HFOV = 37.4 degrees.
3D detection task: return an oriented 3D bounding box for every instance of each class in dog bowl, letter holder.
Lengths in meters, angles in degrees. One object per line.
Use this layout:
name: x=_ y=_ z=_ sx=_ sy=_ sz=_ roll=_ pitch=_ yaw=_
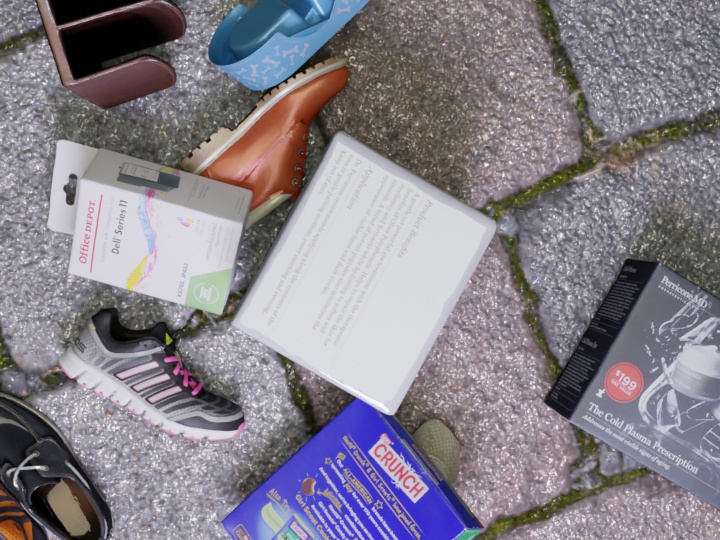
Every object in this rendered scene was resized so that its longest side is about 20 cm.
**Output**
dog bowl: x=-0.060 y=-0.258 z=1.049 sx=0.200 sy=0.111 sz=0.050 roll=-43 pitch=127 yaw=-1
letter holder: x=-0.205 y=-0.227 z=0.992 sx=0.141 sy=0.200 sz=0.101 roll=-18 pitch=94 yaw=-3

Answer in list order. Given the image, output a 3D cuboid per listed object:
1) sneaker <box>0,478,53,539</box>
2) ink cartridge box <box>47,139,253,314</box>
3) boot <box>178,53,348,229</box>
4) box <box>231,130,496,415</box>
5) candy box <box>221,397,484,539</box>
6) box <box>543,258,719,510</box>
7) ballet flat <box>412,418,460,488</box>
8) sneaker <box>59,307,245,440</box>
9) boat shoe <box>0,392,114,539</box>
sneaker: x=-0.393 y=0.230 z=1.049 sx=0.199 sy=0.112 sz=0.078 roll=36 pitch=90 yaw=-5
ink cartridge box: x=-0.216 y=-0.043 z=1.044 sx=0.198 sy=0.068 sz=0.118 roll=15 pitch=125 yaw=-4
boot: x=-0.075 y=-0.131 z=1.075 sx=0.200 sy=0.075 sz=0.107 roll=-39 pitch=98 yaw=7
box: x=0.000 y=0.000 z=1.019 sx=0.170 sy=0.200 sz=0.200 roll=29 pitch=90 yaw=-3
candy box: x=-0.009 y=0.251 z=1.054 sx=0.200 sy=0.077 sz=0.169 roll=-42 pitch=70 yaw=8
box: x=0.326 y=0.116 z=1.094 sx=0.199 sy=0.104 sz=0.183 roll=30 pitch=90 yaw=-5
ballet flat: x=0.057 y=0.255 z=1.105 sx=0.067 sy=0.062 sz=0.201 roll=20 pitch=91 yaw=-4
sneaker: x=-0.200 y=0.101 z=1.073 sx=0.199 sy=0.074 sz=0.088 roll=26 pitch=97 yaw=0
boat shoe: x=-0.324 y=0.202 z=1.075 sx=0.072 sy=0.068 sz=0.200 roll=-41 pitch=91 yaw=-6
